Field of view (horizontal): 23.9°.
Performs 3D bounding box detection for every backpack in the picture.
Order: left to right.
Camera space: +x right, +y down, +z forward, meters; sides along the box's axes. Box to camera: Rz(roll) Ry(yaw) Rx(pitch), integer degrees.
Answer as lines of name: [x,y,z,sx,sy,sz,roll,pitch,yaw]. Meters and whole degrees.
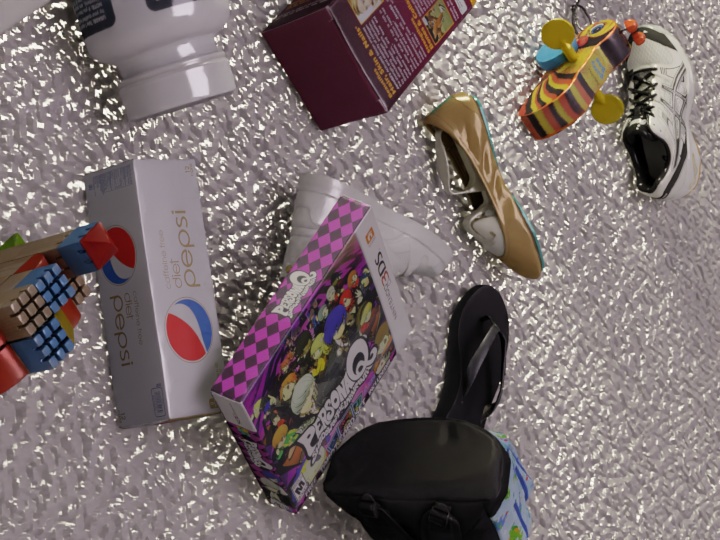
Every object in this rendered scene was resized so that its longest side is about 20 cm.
backpack: [0.078,0.203,1.465,0.201,0.162,0.155,65,33,-41]

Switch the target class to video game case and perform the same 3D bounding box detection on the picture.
video game case: [-0.034,0.070,1.376,0.201,0.036,0.182,-56,150,-25]

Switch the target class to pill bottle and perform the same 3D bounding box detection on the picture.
pill bottle: [-0.168,-0.224,1.322,0.119,0.119,0.202,-22,97,-49]

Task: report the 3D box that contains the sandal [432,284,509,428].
sandal: [0.113,0.107,1.615,0.076,0.043,0.202,37,55,-37]

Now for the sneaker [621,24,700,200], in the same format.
sneaker: [0.331,-0.179,1.910,0.087,0.075,0.202,-10,88,-49]

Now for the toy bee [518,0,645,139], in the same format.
toy bee: [0.241,-0.230,1.796,0.130,0.108,0.202,30,59,-38]

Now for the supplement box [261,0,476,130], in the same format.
supplement box: [0.012,-0.232,1.552,0.111,0.085,0.200,58,44,-21]

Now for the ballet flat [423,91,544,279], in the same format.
ballet flat: [0.115,-0.073,1.663,0.063,0.069,0.202,-27,100,-20]

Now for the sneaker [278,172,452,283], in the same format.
sneaker: [0.000,0.000,1.506,0.199,0.073,0.117,25,76,-46]

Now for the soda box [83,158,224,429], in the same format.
soda box: [-0.158,0.017,1.316,0.068,0.063,0.202,-4,84,-48]

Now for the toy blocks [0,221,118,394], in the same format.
toy blocks: [-0.244,0.038,1.157,0.100,0.136,0.200,59,45,-20]

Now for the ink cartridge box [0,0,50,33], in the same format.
ink cartridge box: [-0.225,-0.280,1.199,0.146,0.199,0.085,53,16,-24]
